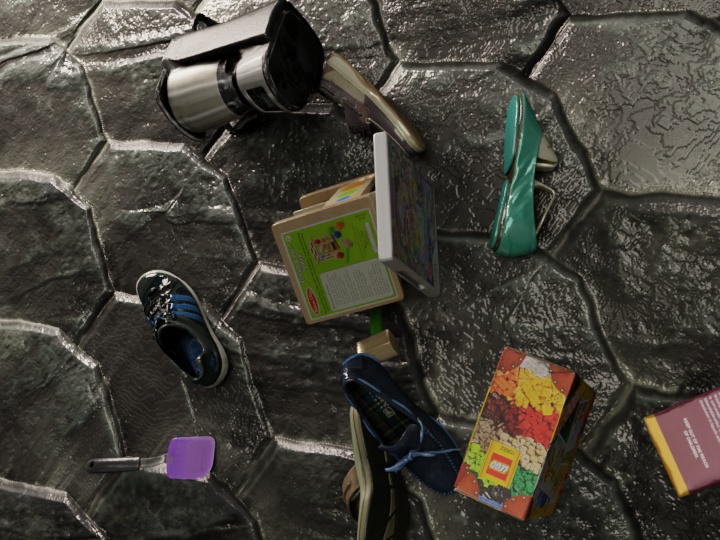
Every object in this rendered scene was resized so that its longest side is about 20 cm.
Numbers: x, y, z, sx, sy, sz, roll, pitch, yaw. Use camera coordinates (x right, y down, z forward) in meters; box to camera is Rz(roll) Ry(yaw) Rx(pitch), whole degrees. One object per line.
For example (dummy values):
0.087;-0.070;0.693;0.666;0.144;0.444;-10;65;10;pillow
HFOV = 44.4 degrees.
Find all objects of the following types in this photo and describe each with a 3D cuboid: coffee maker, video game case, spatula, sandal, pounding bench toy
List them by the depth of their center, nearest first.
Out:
0.057;-0.059;1.033;0.018;0.200;0.146;-7;75;18;video game case
0.011;0.254;1.055;0.057;0.079;0.204;-19;66;39;sandal
0.000;0.000;1.081;0.123;0.156;0.203;-16;104;16;pounding bench toy
-0.161;-0.288;1.187;0.198;0.134;0.195;-8;79;31;coffee maker
-0.287;0.258;1.187;0.197;0.021;0.057;-10;62;21;spatula

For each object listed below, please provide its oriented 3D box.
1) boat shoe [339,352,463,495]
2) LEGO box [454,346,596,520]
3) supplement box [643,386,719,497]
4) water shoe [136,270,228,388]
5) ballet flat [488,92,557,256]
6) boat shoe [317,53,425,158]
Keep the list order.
0.040;0.190;1.015;0.200;0.069;0.084;43;111;-4;boat shoe
0.180;0.176;0.932;0.076;0.200;0.151;19;85;24;LEGO box
0.401;0.156;0.901;0.198;0.110;0.087;-26;70;13;supplement box
-0.248;0.068;1.186;0.072;0.079;0.200;-45;67;5;water shoe
0.203;-0.113;1.073;0.069;0.067;0.203;10;80;-2;ballet flat
0.008;-0.206;1.161;0.065;0.072;0.200;-46;63;10;boat shoe
